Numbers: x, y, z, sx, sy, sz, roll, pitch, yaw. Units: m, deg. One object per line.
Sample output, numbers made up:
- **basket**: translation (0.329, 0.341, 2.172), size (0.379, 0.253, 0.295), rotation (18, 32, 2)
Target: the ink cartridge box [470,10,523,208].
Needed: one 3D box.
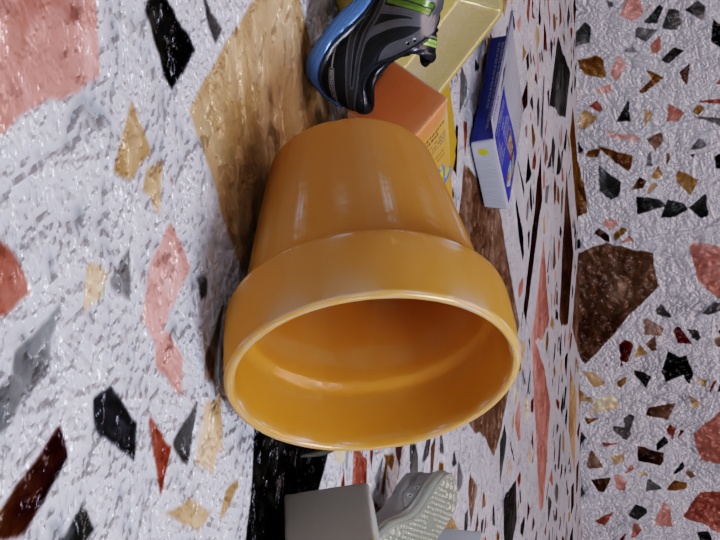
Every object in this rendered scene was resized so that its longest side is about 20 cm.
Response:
- **ink cartridge box**: translation (0.191, -0.224, 1.803), size (0.200, 0.047, 0.198), rotation (68, 29, -52)

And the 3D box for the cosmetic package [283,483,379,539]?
- **cosmetic package**: translation (-0.013, 0.263, 0.960), size (0.200, 0.073, 0.104), rotation (-97, 178, -60)

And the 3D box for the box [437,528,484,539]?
- **box**: translation (0.068, 0.387, 1.315), size (0.152, 0.106, 0.200), rotation (-62, 150, -58)

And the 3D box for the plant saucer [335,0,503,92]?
- **plant saucer**: translation (0.049, -0.244, 1.176), size (0.200, 0.048, 0.200), rotation (-53, 151, -20)

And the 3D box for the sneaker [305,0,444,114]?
- **sneaker**: translation (0.042, -0.208, 1.022), size (0.200, 0.083, 0.071), rotation (-50, 172, 15)

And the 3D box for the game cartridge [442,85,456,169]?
- **game cartridge**: translation (0.070, -0.146, 1.407), size (0.200, 0.032, 0.177), rotation (78, 21, -48)

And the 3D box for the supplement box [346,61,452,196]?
- **supplement box**: translation (0.039, -0.100, 1.149), size (0.067, 0.069, 0.200), rotation (-50, 164, -13)

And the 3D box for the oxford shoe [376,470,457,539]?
- **oxford shoe**: translation (0.032, 0.262, 1.271), size (0.200, 0.058, 0.075), rotation (-41, 125, -52)

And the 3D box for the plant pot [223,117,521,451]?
- **plant pot**: translation (0.000, 0.000, 0.911), size (0.200, 0.200, 0.184), rotation (70, 11, -53)

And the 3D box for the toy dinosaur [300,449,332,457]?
- **toy dinosaur**: translation (0.018, 0.082, 1.023), size (0.077, 0.200, 0.102), rotation (58, 9, -6)
